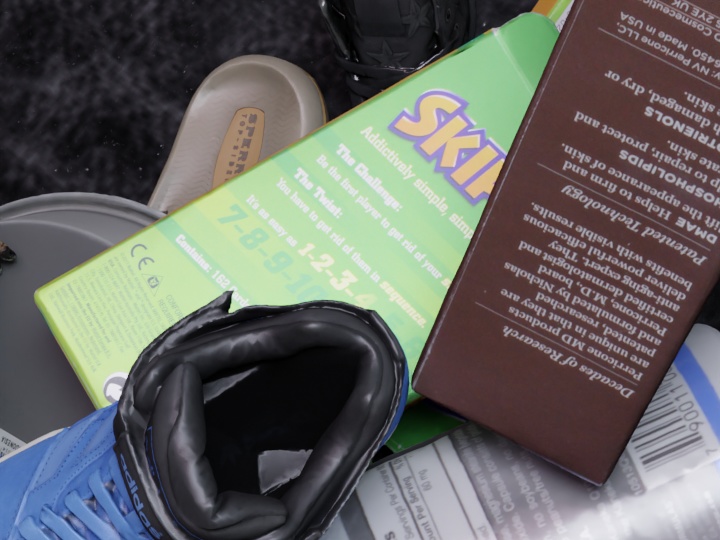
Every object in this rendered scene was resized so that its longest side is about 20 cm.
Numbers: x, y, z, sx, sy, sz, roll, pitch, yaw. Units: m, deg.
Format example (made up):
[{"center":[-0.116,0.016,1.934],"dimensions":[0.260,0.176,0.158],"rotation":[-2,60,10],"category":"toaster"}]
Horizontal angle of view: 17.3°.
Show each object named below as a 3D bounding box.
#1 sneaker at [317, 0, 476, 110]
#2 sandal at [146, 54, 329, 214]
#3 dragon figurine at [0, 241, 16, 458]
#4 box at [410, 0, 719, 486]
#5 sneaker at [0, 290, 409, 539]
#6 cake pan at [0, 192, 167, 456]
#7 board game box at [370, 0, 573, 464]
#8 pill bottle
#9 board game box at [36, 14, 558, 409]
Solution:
[{"center":[0.012,-0.081,0.885],"dimensions":[0.060,0.104,0.200],"rotation":[-7,67,12],"category":"sneaker"},{"center":[-0.059,0.003,0.899],"dimensions":[0.080,0.054,0.201],"rotation":[5,70,17],"category":"sandal"},{"center":[-0.169,0.008,0.796],"dimensions":[0.059,0.200,0.100],"rotation":[-17,41,19],"category":"dragon figurine"},{"center":[0.087,-0.041,0.684],"dimensions":[0.075,0.200,0.100],"rotation":[28,47,5],"category":"box"},{"center":[-0.072,0.072,0.715],"dimensions":[0.200,0.111,0.077],"rotation":[-30,84,-6],"category":"sneaker"},{"center":[-0.117,0.070,0.864],"dimensions":[0.200,0.037,0.201],"rotation":[-2,85,23],"category":"cake pan"},{"center":[0.057,-0.004,0.856],"dimensions":[0.095,0.030,0.200],"rotation":[39,77,-16],"category":"board game box"},{"center":[0.048,0.106,0.786],"dimensions":[0.199,0.114,0.114],"rotation":[-24,64,0],"category":"pill bottle"},{"center":[0.000,0.000,0.805],"dimensions":[0.200,0.030,0.096],"rotation":[-30,84,-4],"category":"board game box"}]
